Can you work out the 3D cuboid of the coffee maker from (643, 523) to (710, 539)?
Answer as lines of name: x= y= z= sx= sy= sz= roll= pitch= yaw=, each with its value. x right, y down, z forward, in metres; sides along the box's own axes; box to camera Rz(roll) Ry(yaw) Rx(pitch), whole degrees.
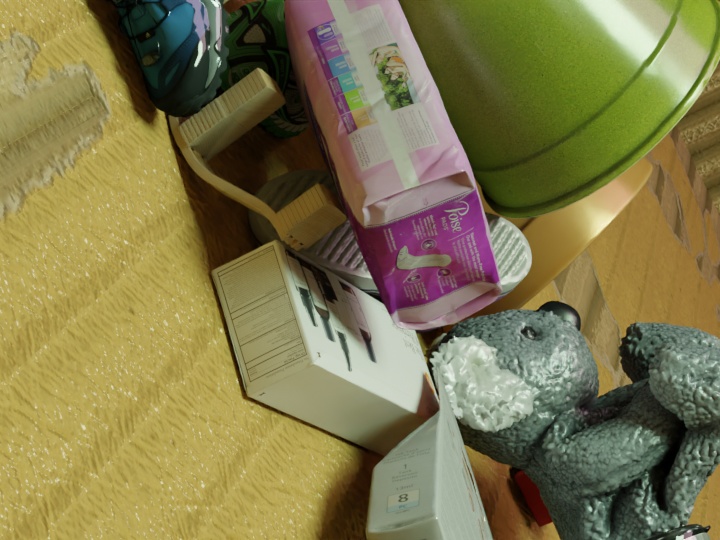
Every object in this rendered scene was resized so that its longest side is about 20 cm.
coffee maker: x=0.171 y=0.279 z=1.225 sx=0.201 sy=0.191 sz=0.135 roll=62 pitch=-28 yaw=17

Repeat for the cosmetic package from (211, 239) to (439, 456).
cosmetic package: x=-0.014 y=0.051 z=1.218 sx=0.200 sy=0.050 sz=0.083 roll=31 pitch=39 yaw=-62

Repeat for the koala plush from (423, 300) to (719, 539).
koala plush: x=0.133 y=0.097 z=1.359 sx=0.199 sy=0.185 sz=0.177 roll=25 pitch=4 yaw=-3

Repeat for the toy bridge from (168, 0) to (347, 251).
toy bridge: x=-0.078 y=-0.092 z=1.187 sx=0.027 sy=0.067 sz=0.201 roll=35 pitch=23 yaw=-58

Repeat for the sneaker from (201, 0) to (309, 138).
sneaker: x=-0.045 y=-0.136 z=1.320 sx=0.078 sy=0.085 sz=0.200 roll=66 pitch=16 yaw=2

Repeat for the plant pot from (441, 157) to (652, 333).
plant pot: x=0.099 y=-0.060 z=1.504 sx=0.140 sy=0.200 sz=0.200 roll=46 pitch=19 yaw=-4

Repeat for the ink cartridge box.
ink cartridge box: x=0.048 y=0.171 z=1.209 sx=0.200 sy=0.047 sz=0.161 roll=-84 pitch=158 yaw=-68

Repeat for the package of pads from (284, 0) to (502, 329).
package of pads: x=0.016 y=-0.074 z=1.188 sx=0.121 sy=0.075 sz=0.201 roll=71 pitch=-1 yaw=-48

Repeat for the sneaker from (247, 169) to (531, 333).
sneaker: x=0.000 y=0.001 z=1.305 sx=0.199 sy=0.114 sz=0.073 roll=15 pitch=60 yaw=-28

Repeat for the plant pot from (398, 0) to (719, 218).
plant pot: x=0.098 y=-0.173 z=1.288 sx=0.193 sy=0.200 sz=0.201 roll=45 pitch=24 yaw=-23

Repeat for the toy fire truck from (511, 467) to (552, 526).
toy fire truck: x=0.191 y=0.141 z=1.554 sx=0.049 sy=0.140 sz=0.200 roll=64 pitch=17 yaw=-5

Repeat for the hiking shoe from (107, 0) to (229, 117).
hiking shoe: x=-0.139 y=-0.182 z=1.164 sx=0.086 sy=0.074 sz=0.201 roll=-5 pitch=75 yaw=-42
